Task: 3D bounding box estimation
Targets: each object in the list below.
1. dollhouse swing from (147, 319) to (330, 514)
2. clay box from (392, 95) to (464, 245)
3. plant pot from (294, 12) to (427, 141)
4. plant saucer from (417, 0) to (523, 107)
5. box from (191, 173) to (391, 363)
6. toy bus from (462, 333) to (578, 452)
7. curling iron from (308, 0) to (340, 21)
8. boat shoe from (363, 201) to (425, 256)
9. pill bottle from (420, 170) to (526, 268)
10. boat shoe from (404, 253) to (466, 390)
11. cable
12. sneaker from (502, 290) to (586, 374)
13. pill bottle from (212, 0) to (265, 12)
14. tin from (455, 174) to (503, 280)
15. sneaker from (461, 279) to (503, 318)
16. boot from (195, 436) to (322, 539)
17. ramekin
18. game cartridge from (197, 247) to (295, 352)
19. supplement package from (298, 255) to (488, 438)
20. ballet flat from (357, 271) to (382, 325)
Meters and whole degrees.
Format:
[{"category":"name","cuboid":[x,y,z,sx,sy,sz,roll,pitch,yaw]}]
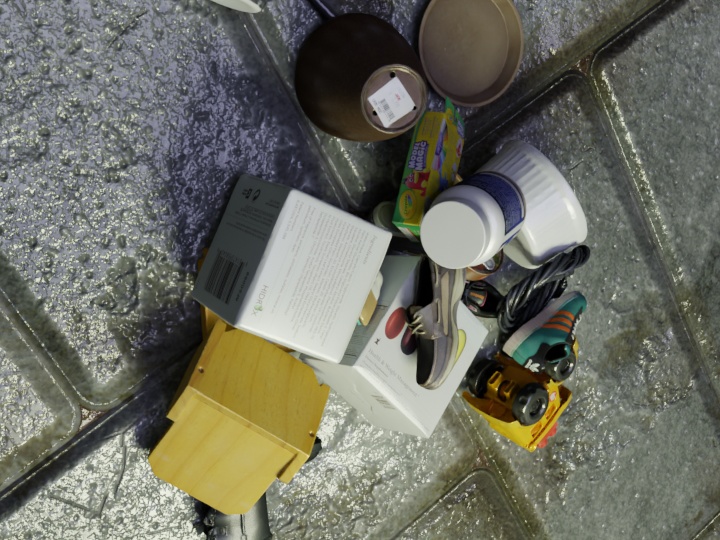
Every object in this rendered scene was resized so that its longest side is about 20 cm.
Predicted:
[{"category":"dollhouse swing","cuboid":[-0.184,0.221,1.447,0.199,0.176,0.182,31,44,-12]},{"category":"clay box","cuboid":[0.104,-0.146,1.463,0.115,0.047,0.201,39,62,-64]},{"category":"plant pot","cuboid":[0.018,-0.257,1.393,0.185,0.200,0.188,-5,111,-14]},{"category":"plant saucer","cuboid":[0.172,-0.362,1.573,0.199,0.029,0.202,-6,104,-27]},{"category":"box","cuboid":[-0.099,-0.006,1.372,0.171,0.199,0.201,24,89,-29]},{"category":"toy bus","cuboid":[0.301,0.211,1.709,0.200,0.135,0.192,-49,131,-14]},{"category":"curling iron","cuboid":[-0.036,-0.356,1.465,0.050,0.026,0.200,-45,116,-10]},{"category":"boat shoe","cuboid":[0.091,-0.058,1.577,0.200,0.060,0.072,17,58,-31]},{"category":"pill bottle","cuboid":[0.161,-0.071,1.410,0.200,0.115,0.117,-32,121,-63]},{"category":"boat shoe","cuboid":[0.097,0.069,1.418,0.073,0.074,0.202,16,72,-26]},{"category":"cable","cuboid":[0.291,0.029,1.573,0.199,0.163,0.051,-20,67,-49]},{"category":"sneaker","cuboid":[0.318,0.105,1.614,0.199,0.080,0.072,-31,157,-36]},{"category":"pill bottle","cuboid":[-0.153,-0.462,1.337,0.106,0.106,0.201,17,92,-29]},{"category":"tin","cuboid":[0.150,-0.076,1.565,0.112,0.042,0.201,-32,88,-39]},{"category":"sneaker","cuboid":[0.166,0.029,1.615,0.199,0.086,0.081,15,93,-30]},{"category":"boot","cuboid":[-0.154,0.339,1.518,0.197,0.073,0.164,-4,100,-20]},{"category":"ramekin","cuboid":[0.259,-0.100,1.580,0.097,0.200,0.201,-35,114,-10]},{"category":"game cartridge","cuboid":[-0.143,0.044,1.488,0.199,0.032,0.178,-9,104,-27]},{"category":"supplement package","cuboid":[0.054,0.113,1.514,0.191,0.147,0.201,45,66,-29]},{"category":"ballet flat","cuboid":[0.000,0.000,1.459,0.063,0.201,0.069,-23,130,3]}]
